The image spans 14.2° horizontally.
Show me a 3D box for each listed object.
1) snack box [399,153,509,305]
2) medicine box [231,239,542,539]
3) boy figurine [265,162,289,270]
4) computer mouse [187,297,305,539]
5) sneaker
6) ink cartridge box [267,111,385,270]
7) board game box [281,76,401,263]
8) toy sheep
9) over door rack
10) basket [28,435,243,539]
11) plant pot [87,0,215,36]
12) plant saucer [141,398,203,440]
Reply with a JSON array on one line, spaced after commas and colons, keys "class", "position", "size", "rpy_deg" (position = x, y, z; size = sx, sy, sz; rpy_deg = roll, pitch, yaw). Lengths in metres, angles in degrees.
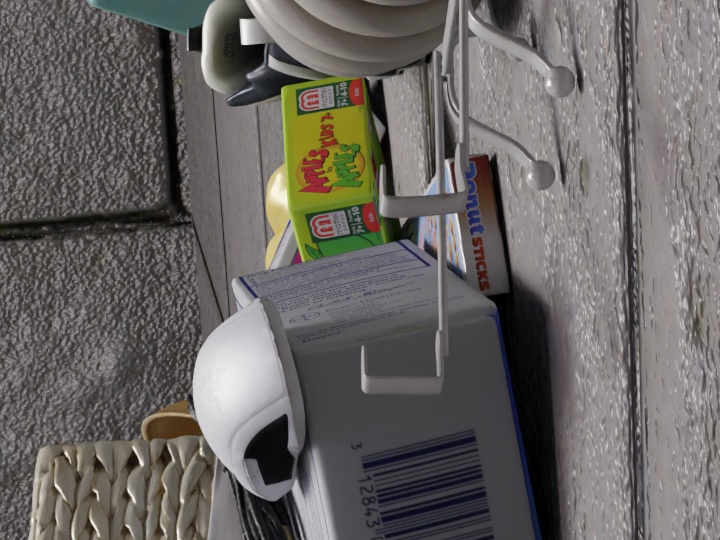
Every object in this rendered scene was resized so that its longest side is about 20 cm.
[{"class": "snack box", "position": [0.047, -0.005, 1.515], "size": [0.200, 0.024, 0.072], "rpy_deg": [122, 141, -79]}, {"class": "medicine box", "position": [0.015, 0.096, 1.434], "size": [0.200, 0.102, 0.183], "rpy_deg": [-136, 33, -76]}, {"class": "boy figurine", "position": [-0.032, 0.013, 2.018], "size": [0.124, 0.064, 0.201], "rpy_deg": [-113, 19, -68]}, {"class": "computer mouse", "position": [-0.058, 0.072, 1.381], "size": [0.200, 0.044, 0.110], "rpy_deg": [97, 158, -65]}, {"class": "sneaker", "position": [-0.039, -0.141, 1.672], "size": [0.199, 0.129, 0.080], "rpy_deg": [-126, 32, -77]}, {"class": "ink cartridge box", "position": [-0.024, -0.041, 1.836], "size": [0.095, 0.037, 0.201], "rpy_deg": [140, 151, -82]}, {"class": "board game box", "position": [0.000, 0.000, 1.615], "size": [0.102, 0.047, 0.201], "rpy_deg": [-94, -8, -46]}, {"class": "toy sheep", "position": [0.000, -0.157, 1.353], "size": [0.200, 0.137, 0.139], "rpy_deg": [118, 145, -71]}, {"class": "over door rack", "position": [0.052, -0.062, 1.193], "size": [0.148, 0.066, 0.201], "rpy_deg": [94, -172, -56]}, {"class": "basket", "position": [-0.111, 0.197, 1.506], "size": [0.136, 0.123, 0.201], "rpy_deg": [87, -175, -62]}, {"class": "plant pot", "position": [-0.093, -0.245, 1.722], "size": [0.141, 0.141, 0.201], "rpy_deg": [-122, 48, -75]}, {"class": "plant saucer", "position": [-0.038, 0.125, 1.769], "size": [0.200, 0.199, 0.036], "rpy_deg": [103, -168, -69]}]
